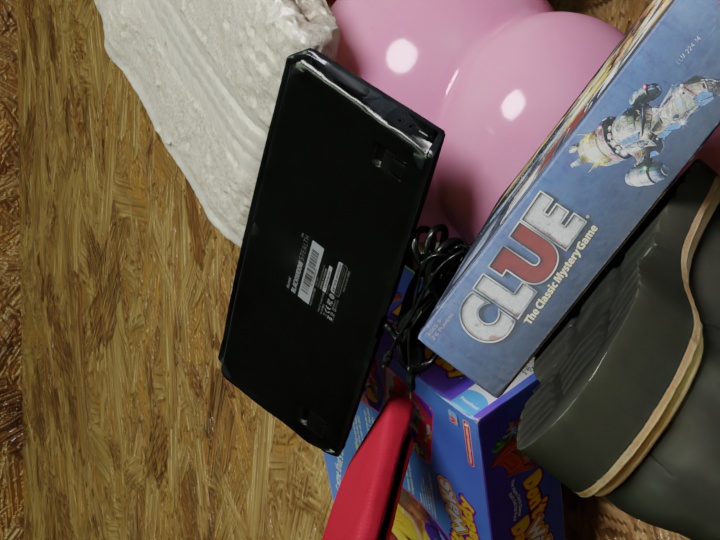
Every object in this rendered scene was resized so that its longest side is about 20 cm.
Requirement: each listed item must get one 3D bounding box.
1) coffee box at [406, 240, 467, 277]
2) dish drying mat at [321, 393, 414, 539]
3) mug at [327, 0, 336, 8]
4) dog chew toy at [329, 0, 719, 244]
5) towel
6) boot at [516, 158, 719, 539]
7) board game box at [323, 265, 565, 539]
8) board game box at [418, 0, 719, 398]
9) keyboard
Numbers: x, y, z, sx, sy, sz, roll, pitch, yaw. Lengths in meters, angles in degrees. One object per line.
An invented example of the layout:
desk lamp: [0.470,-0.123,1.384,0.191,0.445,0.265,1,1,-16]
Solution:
coffee box: [0.042,-0.008,0.995,0.200,0.079,0.114,131,131,-65]
dish drying mat: [-0.011,0.137,0.796,0.077,0.018,0.201,-58,8,35]
mug: [0.006,-0.173,0.942,0.200,0.176,0.135,118,158,-66]
dog chew toy: [0.069,-0.057,0.810,0.199,0.124,0.126,26,122,37]
towel: [-0.074,-0.123,0.848,0.201,0.034,0.133,58,148,29]
boot: [0.124,0.049,0.590,0.078,0.138,0.200,-52,0,27]
board game box: [0.036,0.097,0.935,0.134,0.045,0.201,36,148,39]
board game box: [0.100,-0.064,0.638,0.201,0.034,0.136,-54,0,26]
keyboard: [0.000,0.000,0.820,0.104,0.040,0.201,37,141,18]
